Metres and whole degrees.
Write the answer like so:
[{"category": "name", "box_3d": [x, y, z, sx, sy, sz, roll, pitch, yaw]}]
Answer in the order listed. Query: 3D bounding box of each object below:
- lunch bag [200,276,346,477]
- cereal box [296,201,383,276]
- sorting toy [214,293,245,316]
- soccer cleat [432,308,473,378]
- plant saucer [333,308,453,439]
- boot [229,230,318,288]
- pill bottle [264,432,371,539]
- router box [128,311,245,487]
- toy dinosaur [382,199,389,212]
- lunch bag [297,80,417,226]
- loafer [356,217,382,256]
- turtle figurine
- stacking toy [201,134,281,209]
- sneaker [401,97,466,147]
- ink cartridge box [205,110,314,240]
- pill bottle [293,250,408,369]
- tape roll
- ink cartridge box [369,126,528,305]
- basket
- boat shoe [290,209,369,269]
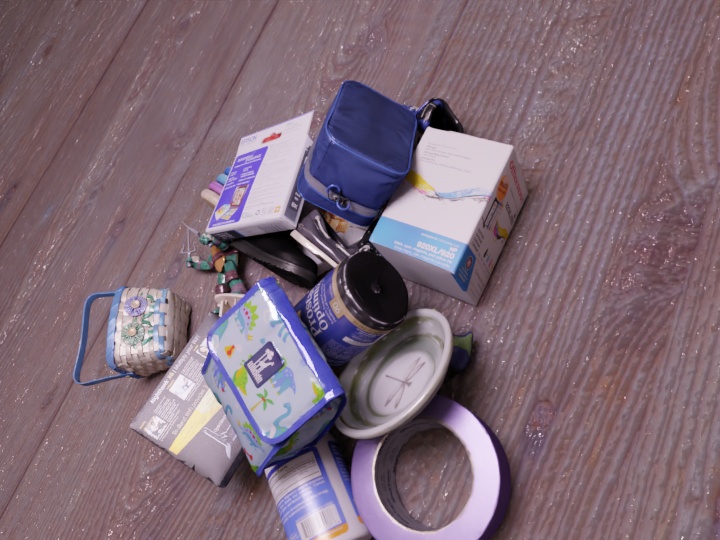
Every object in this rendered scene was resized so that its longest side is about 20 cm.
[{"category": "lunch bag", "box_3d": [-0.105, 0.131, 0.677, 0.171, 0.127, 0.201, 53, 135, 20]}, {"category": "cereal box", "box_3d": [-0.055, -0.081, 0.968, 0.199, 0.040, 0.145, -31, 58, 11]}, {"category": "sorting toy", "box_3d": [-0.150, 0.144, 0.888, 0.178, 0.107, 0.202, -5, 68, 15]}, {"category": "soccer cleat", "box_3d": [0.076, 0.089, 0.817, 0.199, 0.065, 0.084, 23, 84, 26]}, {"category": "plant saucer", "box_3d": [0.049, 0.142, 0.715, 0.199, 0.050, 0.201, -36, 24, 18]}, {"category": "boot", "box_3d": [-0.122, -0.075, 0.926, 0.210, 0.079, 0.159, 27, 81, 34]}, {"category": "pill bottle", "box_3d": [-0.070, 0.300, 0.768, 0.112, 0.112, 0.201, -34, 57, 8]}, {"category": "router box", "box_3d": [-0.210, 0.186, 0.801, 0.156, 0.052, 0.201, 29, 70, 8]}, {"category": "toy dinosaur", "box_3d": [0.043, -0.124, 0.907, 0.198, 0.061, 0.106, -16, 26, -10]}, {"category": "lunch bag", "box_3d": [-0.007, -0.161, 0.801, 0.133, 0.135, 0.201, -53, 15, 44]}, {"category": "loafer", "box_3d": [0.000, 0.000, 0.895, 0.068, 0.070, 0.201, 39, 105, 10]}, {"category": "turtle figurine", "box_3d": [-0.265, -0.024, 1.000, 0.100, 0.150, 0.202, -13, 69, -26]}, {"category": "stacking toy", "box_3d": [-0.226, -0.200, 1.084, 0.085, 0.085, 0.201, 28, 77, 32]}, {"category": "sneaker", "box_3d": [0.112, -0.251, 0.918, 0.199, 0.115, 0.081, 36, 85, 33]}, {"category": "ink cartridge box", "box_3d": [-0.158, -0.153, 0.909, 0.197, 0.043, 0.202, -5, 62, 41]}, {"category": "pill bottle", "box_3d": [-0.032, 0.069, 0.754, 0.200, 0.111, 0.113, -41, 51, 41]}, {"category": "tape roll", "box_3d": [0.092, 0.271, 0.720, 0.198, 0.085, 0.202, -10, 64, 22]}, {"category": "ink cartridge box", "box_3d": [0.138, -0.081, 0.813, 0.144, 0.147, 0.202, 22, 79, 31]}, {"category": "basket", "box_3d": [-0.425, 0.112, 1.002, 0.198, 0.139, 0.178, -12, 64, 10]}, {"category": "boat shoe", "box_3d": [-0.014, -0.020, 0.823, 0.199, 0.073, 0.063, 36, 86, 11]}]
